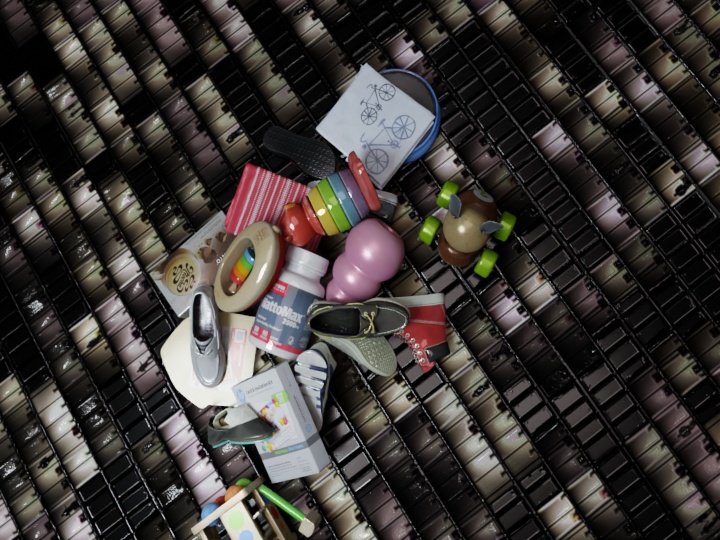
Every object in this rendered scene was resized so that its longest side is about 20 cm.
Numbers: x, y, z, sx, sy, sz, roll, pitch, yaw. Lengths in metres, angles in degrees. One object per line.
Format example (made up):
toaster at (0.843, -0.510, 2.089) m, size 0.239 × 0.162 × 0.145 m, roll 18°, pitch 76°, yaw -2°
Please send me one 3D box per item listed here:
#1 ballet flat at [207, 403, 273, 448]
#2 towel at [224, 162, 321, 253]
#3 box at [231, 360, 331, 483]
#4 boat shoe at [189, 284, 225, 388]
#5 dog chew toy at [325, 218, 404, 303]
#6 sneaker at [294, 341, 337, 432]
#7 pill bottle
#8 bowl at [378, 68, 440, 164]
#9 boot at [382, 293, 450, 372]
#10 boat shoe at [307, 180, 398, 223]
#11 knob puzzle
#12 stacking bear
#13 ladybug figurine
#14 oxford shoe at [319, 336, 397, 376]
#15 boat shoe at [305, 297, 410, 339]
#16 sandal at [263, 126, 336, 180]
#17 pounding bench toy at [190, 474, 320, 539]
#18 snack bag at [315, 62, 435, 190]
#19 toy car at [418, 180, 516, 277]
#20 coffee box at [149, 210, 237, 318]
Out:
ballet flat at (-0.240, 0.297, 1.054) m, size 0.196 × 0.067 × 0.071 m, roll -21°, pitch 83°, yaw 41°
towel at (-0.161, -0.115, 1.105) m, size 0.194 × 0.023 × 0.148 m, roll 18°, pitch 112°, yaw -21°
box at (-0.153, 0.291, 1.049) m, size 0.154 × 0.041 × 0.206 m, roll -26°, pitch 86°, yaw 40°
boat shoe at (-0.301, 0.134, 1.076) m, size 0.069 × 0.069 × 0.209 m, roll 3°, pitch 98°, yaw -4°
dog chew toy at (0.000, 0.000, 1.096) m, size 0.124 × 0.124 × 0.202 m, roll 39°, pitch 103°, yaw 10°
sneaker at (-0.087, 0.226, 1.091) m, size 0.078 × 0.115 × 0.206 m, roll 16°, pitch 112°, yaw 10°
pill bottle at (-0.136, 0.062, 1.094) m, size 0.116 × 0.120 × 0.207 m, roll 19°, pitch 86°, yaw 8°
bowl at (0.074, -0.329, 1.175) m, size 0.192 × 0.039 × 0.209 m, roll -1°, pitch 81°, yaw 6°
boot at (0.081, 0.127, 1.075) m, size 0.192 × 0.072 × 0.151 m, roll -4°, pitch 83°, yaw -13°
boat shoe at (-0.020, -0.136, 1.146) m, size 0.192 × 0.070 × 0.069 m, roll 11°, pitch 81°, yaw 0°
knob puzzle at (-0.311, 0.177, 1.135) m, size 0.210 × 0.030 × 0.229 m, roll 0°, pitch 85°, yaw -1°
stacking bear at (-0.066, -0.120, 1.055) m, size 0.196 × 0.122 × 0.116 m, roll -30°, pitch 113°, yaw 3°
ladybug figurine at (-0.204, -0.004, 1.048) m, size 0.200 × 0.071 × 0.138 m, roll -46°, pitch 52°, yaw 24°
oxford shoe at (-0.010, 0.142, 1.096) m, size 0.197 × 0.058 × 0.077 m, roll 35°, pitch 54°, yaw -13°
boat shoe at (-0.003, 0.093, 1.009) m, size 0.193 × 0.061 × 0.075 m, roll -1°, pitch 103°, yaw 0°
sandal at (-0.125, -0.250, 1.187) m, size 0.197 × 0.045 × 0.076 m, roll 31°, pitch 81°, yaw 24°
pounding bench toy at (-0.189, 0.465, 1.040) m, size 0.197 × 0.124 × 0.158 m, roll -35°, pitch 79°, yaw 0°
snack bag at (0.026, -0.300, 1.145) m, size 0.198 × 0.021 × 0.190 m, roll 38°, pitch 86°, yaw 9°
toy car at (0.208, -0.096, 1.044) m, size 0.161 × 0.200 × 0.161 m, roll 29°, pitch 85°, yaw 9°
coffee box at (-0.317, -0.010, 1.146) m, size 0.198 × 0.080 × 0.114 m, roll -40°, pitch 80°, yaw -1°
